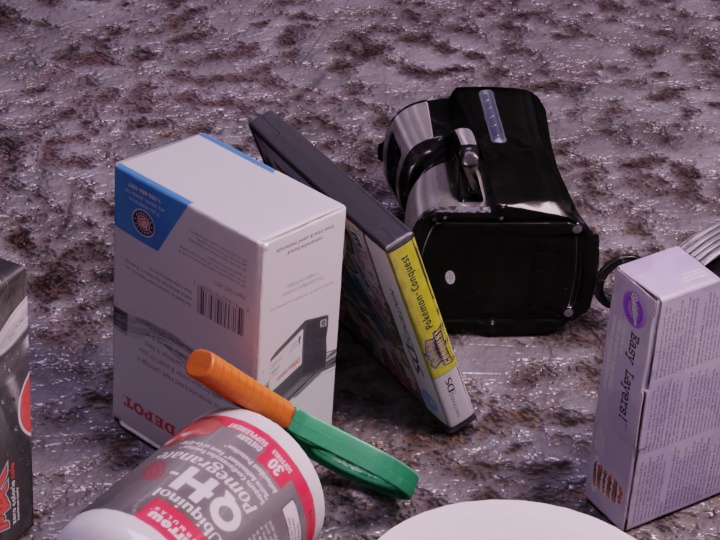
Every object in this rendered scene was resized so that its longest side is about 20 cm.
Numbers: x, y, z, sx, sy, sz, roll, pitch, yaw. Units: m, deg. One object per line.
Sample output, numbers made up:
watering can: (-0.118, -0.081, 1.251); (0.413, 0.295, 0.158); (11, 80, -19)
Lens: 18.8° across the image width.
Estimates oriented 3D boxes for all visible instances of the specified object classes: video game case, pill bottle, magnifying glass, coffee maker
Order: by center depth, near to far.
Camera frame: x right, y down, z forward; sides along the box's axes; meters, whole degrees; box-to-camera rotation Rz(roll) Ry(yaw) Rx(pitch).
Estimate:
pill bottle: (-0.117, 0.174, 1.304); (0.110, 0.111, 0.200); (19, 35, 25)
magnifying glass: (-0.037, 0.101, 1.394); (0.079, 0.022, 0.200); (11, -17, 48)
video game case: (0.000, 0.000, 1.541); (0.025, 0.181, 0.200); (-32, 41, -14)
coffee maker: (0.116, -0.044, 1.696); (0.192, 0.135, 0.200); (21, 28, -16)

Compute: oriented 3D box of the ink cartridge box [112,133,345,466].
ink cartridge box: (-0.091, 0.030, 1.460); (0.145, 0.201, 0.084); (27, 36, 35)

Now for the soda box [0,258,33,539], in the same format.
soda box: (-0.249, 0.087, 1.351); (0.063, 0.201, 0.071); (19, 34, 23)

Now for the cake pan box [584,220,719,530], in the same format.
cake pan box: (0.242, 0.060, 1.440); (0.184, 0.201, 0.052); (-20, 40, -29)

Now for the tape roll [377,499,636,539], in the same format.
tape roll: (0.090, 0.222, 1.281); (0.202, 0.071, 0.203); (3, 31, -2)

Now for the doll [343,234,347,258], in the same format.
doll: (-0.064, 0.003, 1.535); (0.048, 0.137, 0.200); (-2, -13, -30)
